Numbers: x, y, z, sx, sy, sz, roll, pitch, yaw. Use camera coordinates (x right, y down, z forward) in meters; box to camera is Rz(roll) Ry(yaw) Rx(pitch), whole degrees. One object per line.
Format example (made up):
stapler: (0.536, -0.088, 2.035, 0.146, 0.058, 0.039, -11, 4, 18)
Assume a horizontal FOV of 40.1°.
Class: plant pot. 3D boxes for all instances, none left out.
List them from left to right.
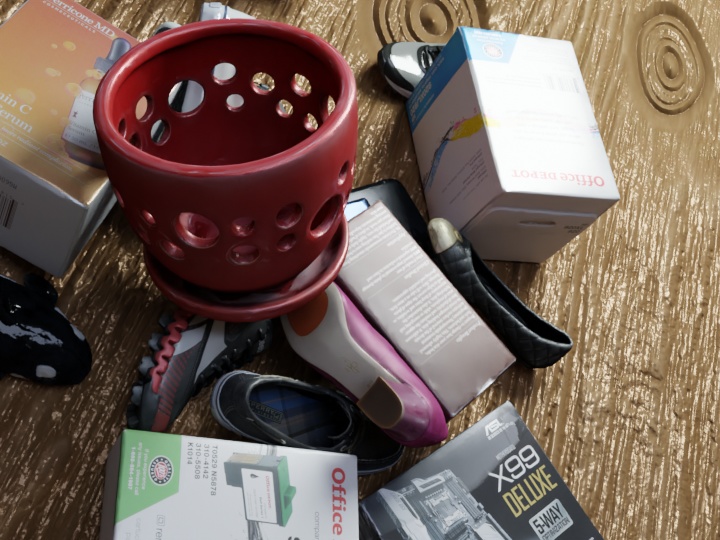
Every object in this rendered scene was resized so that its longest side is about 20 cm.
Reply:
plant pot: (-0.102, -0.075, 0.795, 0.198, 0.183, 0.202, 1, 47, -1)

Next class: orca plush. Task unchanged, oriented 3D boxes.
orca plush: (-0.300, 0.015, 0.801, 0.200, 0.071, 0.105, 48, 54, 5)

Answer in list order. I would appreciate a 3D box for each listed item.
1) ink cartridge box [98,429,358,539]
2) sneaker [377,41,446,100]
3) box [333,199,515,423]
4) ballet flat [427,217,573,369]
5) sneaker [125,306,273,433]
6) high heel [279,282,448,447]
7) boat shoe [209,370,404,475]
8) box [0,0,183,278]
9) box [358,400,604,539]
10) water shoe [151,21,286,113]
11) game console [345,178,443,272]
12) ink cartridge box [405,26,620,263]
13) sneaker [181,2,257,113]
ink cartridge box: (-0.102, 0.215, 0.782, 0.198, 0.084, 0.147, 9, 60, -21)
sneaker: (0.111, -0.238, 1.138, 0.198, 0.079, 0.075, 2, 65, -24)
box: (0.037, 0.045, 0.915, 0.100, 0.075, 0.200, -33, 78, -36)
ballet flat: (0.138, 0.018, 0.998, 0.200, 0.057, 0.067, 47, 30, -16)
sneaker: (-0.130, 0.063, 0.858, 0.097, 0.071, 0.201, 28, 54, -7)
high heel: (-0.001, 0.077, 0.865, 0.096, 0.067, 0.200, 33, 18, -54)
boat shoe: (-0.031, 0.130, 0.849, 0.199, 0.066, 0.071, 27, 70, -29)
box: (-0.267, -0.124, 0.856, 0.151, 0.106, 0.201, 30, 47, -8)
box: (0.104, 0.234, 0.894, 0.199, 0.050, 0.158, -26, 77, -34)
water shoe: (-0.132, -0.169, 0.999, 0.200, 0.071, 0.079, 48, 30, 2)
game console: (0.000, 0.000, 0.983, 0.199, 0.031, 0.178, -18, 73, -33)
ink cartridge box: (0.155, -0.129, 1.058, 0.146, 0.145, 0.202, 2, 63, -25)
sneaker: (-0.131, -0.143, 0.917, 0.070, 0.073, 0.202, 10, 101, -11)
